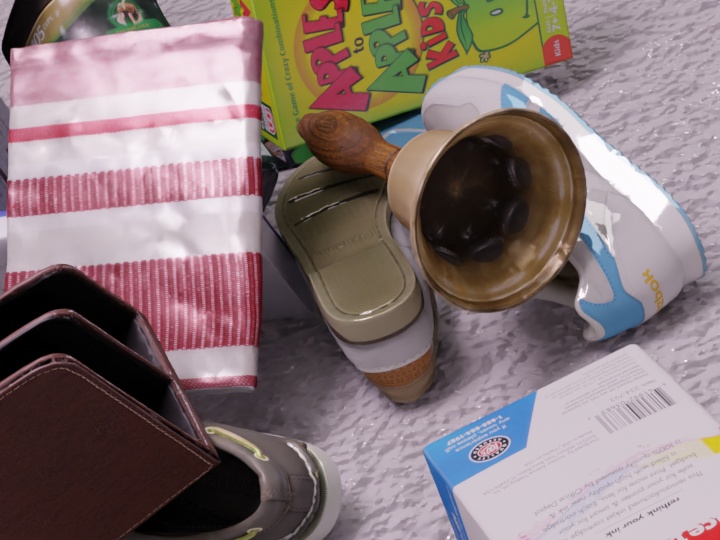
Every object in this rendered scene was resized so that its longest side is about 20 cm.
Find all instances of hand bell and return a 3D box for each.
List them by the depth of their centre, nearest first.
[{"bbox_3d":[0.020,-0.056,1.139,0.104,0.104,0.200,-31,30,-19],"label":"hand bell"}]

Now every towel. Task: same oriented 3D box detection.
[{"bbox_3d":[-0.118,-0.030,1.132,0.144,0.023,0.201,-5,75,17],"label":"towel"}]

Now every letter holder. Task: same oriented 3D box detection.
[{"bbox_3d":[-0.194,0.089,1.002,0.200,0.142,0.101,-38,53,9],"label":"letter holder"}]

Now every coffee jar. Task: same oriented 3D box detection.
[{"bbox_3d":[-0.139,-0.101,1.309,0.085,0.104,0.200,-20,64,-35],"label":"coffee jar"}]

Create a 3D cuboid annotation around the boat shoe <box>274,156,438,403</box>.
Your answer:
[{"bbox_3d":[0.000,0.000,1.188,0.075,0.069,0.200,-18,32,5],"label":"boat shoe"}]

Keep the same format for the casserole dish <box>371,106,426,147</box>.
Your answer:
[{"bbox_3d":[0.052,-0.058,1.286,0.200,0.039,0.121,7,40,37],"label":"casserole dish"}]

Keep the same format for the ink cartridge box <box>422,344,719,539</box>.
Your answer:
[{"bbox_3d":[0.120,0.121,0.923,0.116,0.067,0.200,-25,30,-8],"label":"ink cartridge box"}]

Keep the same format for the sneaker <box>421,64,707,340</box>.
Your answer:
[{"bbox_3d":[0.091,-0.041,1.160,0.081,0.077,0.200,-37,51,-14],"label":"sneaker"}]

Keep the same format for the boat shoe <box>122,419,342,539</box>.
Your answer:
[{"bbox_3d":[-0.108,0.102,1.072,0.201,0.072,0.060,3,-7,31],"label":"boat shoe"}]

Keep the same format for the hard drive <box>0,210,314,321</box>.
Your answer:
[{"bbox_3d":[-0.142,0.001,1.216,0.199,0.132,0.025,-9,59,18],"label":"hard drive"}]

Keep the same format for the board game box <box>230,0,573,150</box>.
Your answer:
[{"bbox_3d":[0.026,-0.154,1.326,0.199,0.102,0.048,-19,23,-17],"label":"board game box"}]

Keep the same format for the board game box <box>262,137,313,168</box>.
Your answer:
[{"bbox_3d":[0.003,-0.140,1.458,0.134,0.029,0.200,-11,31,13],"label":"board game box"}]

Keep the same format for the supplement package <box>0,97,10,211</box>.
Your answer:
[{"bbox_3d":[-0.306,-0.066,1.315,0.200,0.156,0.111,13,60,36],"label":"supplement package"}]
